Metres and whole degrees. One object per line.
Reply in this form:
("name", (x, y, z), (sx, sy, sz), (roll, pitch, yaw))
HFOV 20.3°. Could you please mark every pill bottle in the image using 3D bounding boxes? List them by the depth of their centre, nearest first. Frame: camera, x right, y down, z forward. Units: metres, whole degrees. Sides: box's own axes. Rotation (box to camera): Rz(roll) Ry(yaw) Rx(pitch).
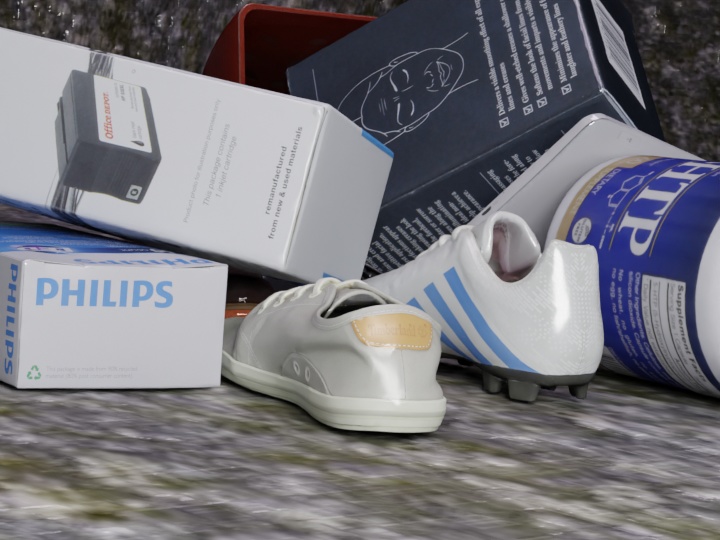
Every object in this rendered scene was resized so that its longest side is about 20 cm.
("pill bottle", (0.195, 0.007, 1.013), (0.119, 0.121, 0.200), (2, 5, -33))

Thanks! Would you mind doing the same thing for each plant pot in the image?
("plant pot", (-0.041, -0.092, 1.645), (0.199, 0.201, 0.176), (2, -8, -26))

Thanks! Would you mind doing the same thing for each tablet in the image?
("tablet", (0.146, -0.023, 1.156), (0.199, 0.130, 0.014), (17, 39, -46))

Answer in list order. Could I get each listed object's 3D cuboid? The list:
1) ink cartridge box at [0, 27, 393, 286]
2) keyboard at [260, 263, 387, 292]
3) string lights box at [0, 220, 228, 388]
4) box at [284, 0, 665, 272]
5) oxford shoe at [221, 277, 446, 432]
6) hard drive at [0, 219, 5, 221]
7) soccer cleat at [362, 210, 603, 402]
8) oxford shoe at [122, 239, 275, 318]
("ink cartridge box", (-0.100, -0.054, 1.007), (0.199, 0.084, 0.145), (15, -1, 15))
("keyboard", (0.040, 0.017, 1.157), (0.199, 0.021, 0.127), (4, -12, 0))
("string lights box", (-0.154, 0.012, 0.964), (0.102, 0.059, 0.200), (2, 6, -31))
("box", (0.069, -0.086, 1.204), (0.199, 0.149, 0.107), (-26, -43, 20))
("oxford shoe", (-0.015, 0.031, 0.900), (0.075, 0.058, 0.200), (0, 4, -22))
("hard drive", (-0.263, -0.008, 1.194), (0.199, 0.043, 0.134), (1, 6, -41))
("soccer cleat", (0.054, 0.011, 1.025), (0.070, 0.087, 0.200), (1, 6, -36))
("oxford shoe", (-0.096, -0.004, 1.131), (0.071, 0.073, 0.200), (3, 5, -26))
